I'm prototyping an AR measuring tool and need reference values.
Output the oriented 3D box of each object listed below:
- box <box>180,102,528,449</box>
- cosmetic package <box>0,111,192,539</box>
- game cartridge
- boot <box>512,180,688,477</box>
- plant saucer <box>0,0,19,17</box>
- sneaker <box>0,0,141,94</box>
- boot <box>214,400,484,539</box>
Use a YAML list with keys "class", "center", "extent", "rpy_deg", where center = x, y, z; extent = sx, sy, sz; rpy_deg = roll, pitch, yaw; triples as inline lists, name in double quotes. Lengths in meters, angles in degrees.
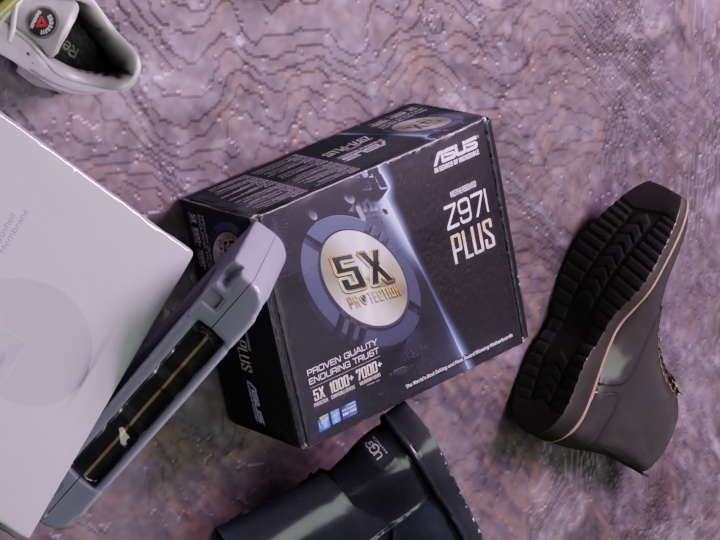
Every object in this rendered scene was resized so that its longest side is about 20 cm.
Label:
- class: "box"
  center: [0.000, 0.000, 1.733]
  extent: [0.200, 0.086, 0.164]
  rpy_deg: [-23, 113, -31]
- class: "cosmetic package"
  center: [-0.243, 0.014, 1.526]
  extent: [0.200, 0.123, 0.200]
  rpy_deg: [38, 77, -37]
- class: "game cartridge"
  center: [-0.120, 0.061, 1.599]
  extent: [0.040, 0.133, 0.200]
  rpy_deg: [40, 106, -9]
- class: "boot"
  center: [0.204, 0.046, 1.917]
  extent: [0.138, 0.077, 0.200]
  rpy_deg: [27, 97, -42]
- class: "plant saucer"
  center: [-0.277, -0.205, 1.463]
  extent: [0.200, 0.048, 0.200]
  rpy_deg: [48, 70, -7]
- class: "sneaker"
  center: [-0.208, -0.162, 1.538]
  extent: [0.200, 0.088, 0.074]
  rpy_deg: [28, 85, -37]
- class: "boot"
  center: [-0.008, 0.188, 1.780]
  extent: [0.168, 0.076, 0.200]
  rpy_deg: [-34, 146, -5]
